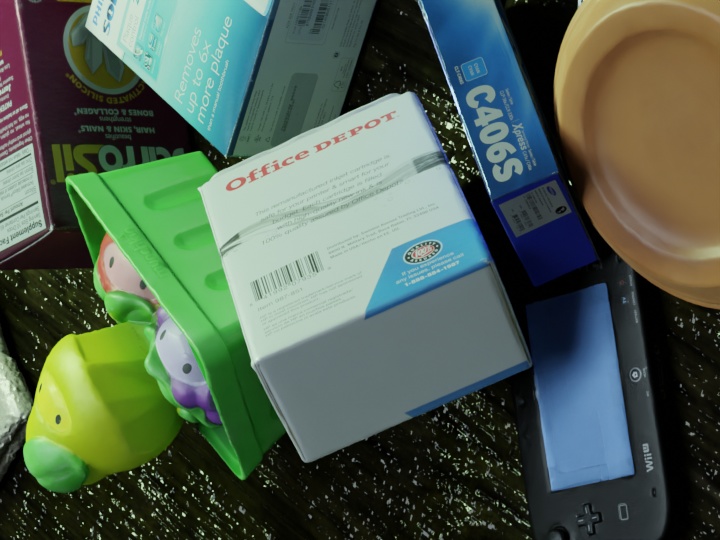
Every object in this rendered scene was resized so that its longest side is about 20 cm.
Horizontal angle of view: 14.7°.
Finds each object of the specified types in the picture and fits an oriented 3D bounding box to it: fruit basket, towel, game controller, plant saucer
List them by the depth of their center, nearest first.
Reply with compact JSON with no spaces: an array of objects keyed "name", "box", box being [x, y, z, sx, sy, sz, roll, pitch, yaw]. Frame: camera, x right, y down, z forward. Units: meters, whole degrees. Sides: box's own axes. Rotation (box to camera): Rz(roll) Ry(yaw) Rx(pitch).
[{"name":"plant saucer","box":[0.178,-0.071,1.482,0.200,0.037,0.201,20,122,37]},{"name":"game controller","box":[0.130,0.067,1.594,0.104,0.042,0.201,-20,75,51]},{"name":"fruit basket","box":[-0.141,0.049,1.805,0.216,0.215,0.156,49,163,40]},{"name":"towel","box":[-0.315,0.123,2.181,0.200,0.034,0.133,-54,52,37]}]

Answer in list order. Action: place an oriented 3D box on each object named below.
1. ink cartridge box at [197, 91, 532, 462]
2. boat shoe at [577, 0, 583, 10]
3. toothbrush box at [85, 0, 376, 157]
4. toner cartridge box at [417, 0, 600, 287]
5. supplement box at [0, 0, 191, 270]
[{"name":"ink cartridge box","box":[0.000,0.000,1.622,0.200,0.145,0.084,-111,-4,-56]},{"name":"boat shoe","box":[0.137,-0.139,1.567,0.073,0.063,0.201,2,92,52]},{"name":"toothbrush box","box":[-0.085,-0.182,1.838,0.200,0.085,0.147,44,124,44]},{"name":"toner cartridge box","box":[0.078,-0.098,1.592,0.043,0.095,0.200,-22,55,5]},{"name":"supplement box","box":[-0.201,-0.108,1.952,0.103,0.131,0.201,-24,72,50]}]
